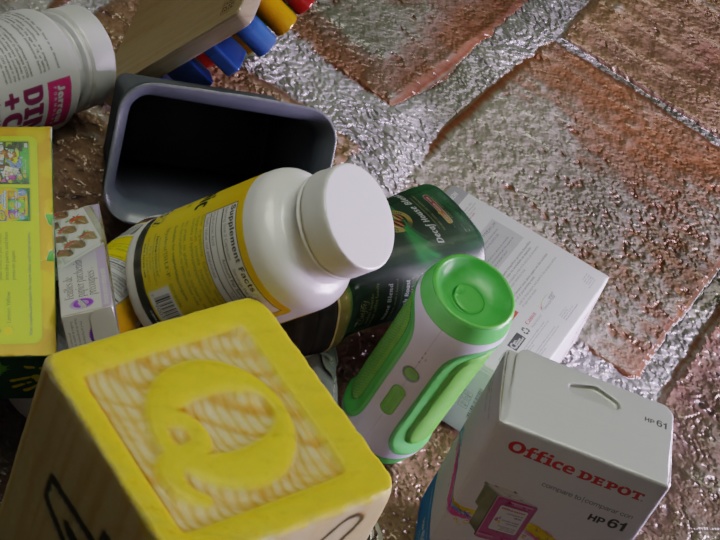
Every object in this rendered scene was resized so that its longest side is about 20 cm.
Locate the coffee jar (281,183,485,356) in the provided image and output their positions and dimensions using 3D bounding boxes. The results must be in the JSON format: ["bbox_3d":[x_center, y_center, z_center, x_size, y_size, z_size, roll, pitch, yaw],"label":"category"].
[{"bbox_3d":[0.000,0.000,1.573,0.199,0.086,0.104,-19,52,-33],"label":"coffee jar"}]

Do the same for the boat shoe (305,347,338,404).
[{"bbox_3d":[-0.055,0.069,1.600,0.069,0.072,0.202,4,46,-23],"label":"boat shoe"}]

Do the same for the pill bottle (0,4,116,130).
[{"bbox_3d":[-0.320,-0.166,1.678,0.113,0.114,0.199,44,44,20],"label":"pill bottle"}]

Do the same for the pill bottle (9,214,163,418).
[{"bbox_3d":[-0.199,0.043,1.525,0.109,0.110,0.200,36,42,12],"label":"pill bottle"}]

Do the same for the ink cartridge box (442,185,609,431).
[{"bbox_3d":[0.101,0.037,1.702,0.175,0.084,0.200,32,41,10],"label":"ink cartridge box"}]

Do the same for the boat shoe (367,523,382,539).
[{"bbox_3d":[-0.054,0.153,1.505,0.201,0.072,0.059,56,7,26],"label":"boat shoe"}]

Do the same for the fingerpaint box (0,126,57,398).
[{"bbox_3d":[-0.310,-0.005,1.415,0.165,0.074,0.202,-1,59,-11],"label":"fingerpaint box"}]

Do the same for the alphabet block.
[{"bbox_3d":[-0.125,0.171,1.361,0.194,0.201,0.197,-17,56,-39],"label":"alphabet block"}]

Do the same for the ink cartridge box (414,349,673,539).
[{"bbox_3d":[0.141,0.174,1.491,0.143,0.201,0.085,20,40,-5],"label":"ink cartridge box"}]

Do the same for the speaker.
[{"bbox_3d":[0.052,0.074,1.544,0.088,0.200,0.089,14,48,-17],"label":"speaker"}]

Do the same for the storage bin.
[{"bbox_3d":[-0.140,-0.103,1.704,0.198,0.147,0.134,7,17,-20],"label":"storage bin"}]

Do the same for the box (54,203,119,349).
[{"bbox_3d":[-0.206,0.006,1.427,0.038,0.042,0.200,-12,24,-5],"label":"box"}]

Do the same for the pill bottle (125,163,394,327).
[{"bbox_3d":[-0.075,-0.013,1.442,0.111,0.199,0.112,25,56,-45],"label":"pill bottle"}]

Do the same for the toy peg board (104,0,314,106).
[{"bbox_3d":[-0.125,-0.238,1.811,0.098,0.199,0.200,42,43,-27],"label":"toy peg board"}]
